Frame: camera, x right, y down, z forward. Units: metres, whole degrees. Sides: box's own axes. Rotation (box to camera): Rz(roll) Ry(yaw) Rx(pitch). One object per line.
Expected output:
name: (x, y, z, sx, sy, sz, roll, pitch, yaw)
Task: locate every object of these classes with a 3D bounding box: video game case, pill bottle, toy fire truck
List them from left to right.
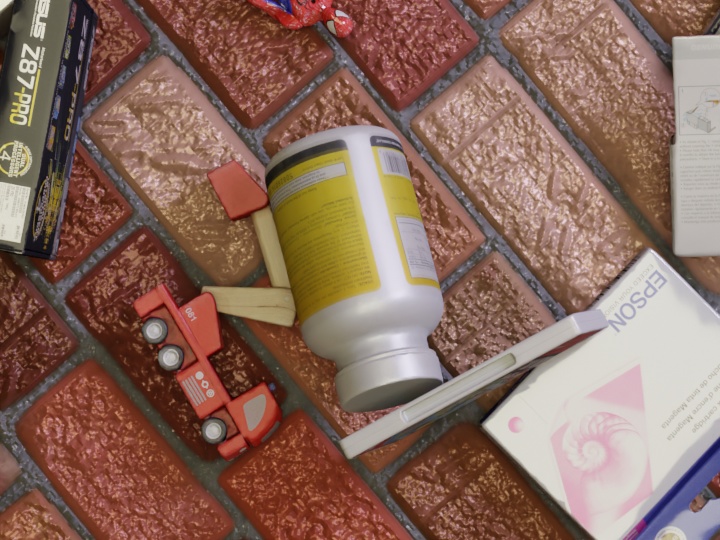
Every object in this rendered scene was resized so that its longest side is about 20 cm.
toy fire truck: (-0.100, 0.031, 1.701, 0.140, 0.049, 0.201, -31, 90, -2)
pill bottle: (0.000, 0.000, 1.650, 0.111, 0.112, 0.202, -14, 73, -1)
video game case: (0.088, 0.084, 1.634, 0.199, 0.143, 0.018, -29, 84, 13)

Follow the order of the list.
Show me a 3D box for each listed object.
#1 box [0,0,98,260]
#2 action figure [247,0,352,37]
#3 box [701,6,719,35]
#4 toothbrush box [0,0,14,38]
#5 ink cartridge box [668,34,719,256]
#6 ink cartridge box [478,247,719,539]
box: (-0.246, -0.111, 1.645, 0.049, 0.161, 0.202, 10, 88, -2)
action figure: (-0.085, -0.250, 1.708, 0.200, 0.052, 0.066, 39, 85, -3)
box: (0.401, -0.205, 1.716, 0.199, 0.050, 0.199, 36, 90, -1)
toothbrush box: (-0.365, -0.244, 1.682, 0.146, 0.085, 0.200, -42, 89, -2)
ink cartridge box: (0.338, -0.101, 1.677, 0.198, 0.044, 0.175, -1, 104, 9)
ink cartridge box: (0.229, 0.121, 1.710, 0.200, 0.043, 0.196, 43, 88, 1)
